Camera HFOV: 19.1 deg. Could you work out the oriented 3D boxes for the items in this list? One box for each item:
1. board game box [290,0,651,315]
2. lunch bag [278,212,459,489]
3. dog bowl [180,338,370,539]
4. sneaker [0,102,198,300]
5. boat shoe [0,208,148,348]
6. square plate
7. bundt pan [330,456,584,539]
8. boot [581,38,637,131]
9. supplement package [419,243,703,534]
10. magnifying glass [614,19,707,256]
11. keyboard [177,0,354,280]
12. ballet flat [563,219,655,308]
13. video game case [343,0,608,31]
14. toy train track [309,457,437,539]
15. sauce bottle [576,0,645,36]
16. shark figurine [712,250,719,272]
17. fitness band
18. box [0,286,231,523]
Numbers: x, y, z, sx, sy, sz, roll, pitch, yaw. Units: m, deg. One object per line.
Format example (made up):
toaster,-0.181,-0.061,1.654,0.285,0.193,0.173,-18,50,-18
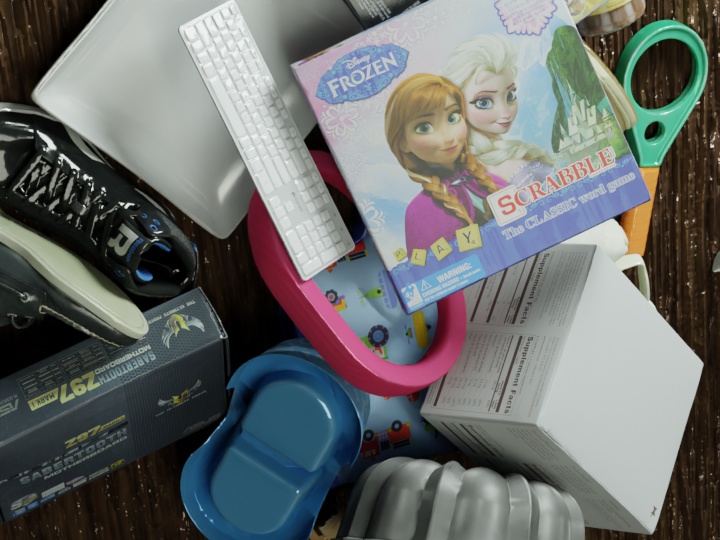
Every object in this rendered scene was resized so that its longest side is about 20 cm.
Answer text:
board game box,0.080,-0.100,1.547,0.200,0.041,0.200,-26,98,-1
lunch bag,0.017,0.049,1.683,0.150,0.094,0.201,-16,115,-17
dog bowl,-0.061,0.133,1.631,0.111,0.050,0.200,32,125,5
sneaker,-0.191,-0.047,1.518,0.200,0.112,0.073,31,96,-34
boat shoe,-0.245,0.006,1.506,0.199,0.075,0.066,33,102,-5
square plate,-0.110,-0.152,1.553,0.200,0.028,0.198,38,91,-35
bundt pan,0.080,0.190,1.628,0.201,0.202,0.076,16,78,-31
boot,0.106,-0.130,1.648,0.200,0.072,0.155,39,93,-29
supplement package,0.162,0.091,1.673,0.200,0.111,0.156,44,59,-45
magnifying glass,0.237,-0.106,1.752,0.079,0.022,0.201,-3,116,-25
keyboard,-0.066,-0.092,1.524,0.056,0.011,0.200,-35,103,-43
ballet flat,0.193,-0.007,1.731,0.069,0.069,0.200,-40,140,-4
video game case,0.070,-0.237,1.558,0.181,0.026,0.200,-36,105,2
toy train track,0.007,0.178,1.761,0.200,0.033,0.115,-38,162,-6
sauce bottle,0.160,-0.275,1.605,0.065,0.065,0.200,-28,118,-11
shark figurine,0.340,0.006,1.810,0.089,0.215,0.128,-11,161,21
fitness band,0.000,0.000,1.585,0.200,0.037,0.144,51,46,-11
box,-0.193,0.102,1.579,0.200,0.051,0.158,-26,158,-14
